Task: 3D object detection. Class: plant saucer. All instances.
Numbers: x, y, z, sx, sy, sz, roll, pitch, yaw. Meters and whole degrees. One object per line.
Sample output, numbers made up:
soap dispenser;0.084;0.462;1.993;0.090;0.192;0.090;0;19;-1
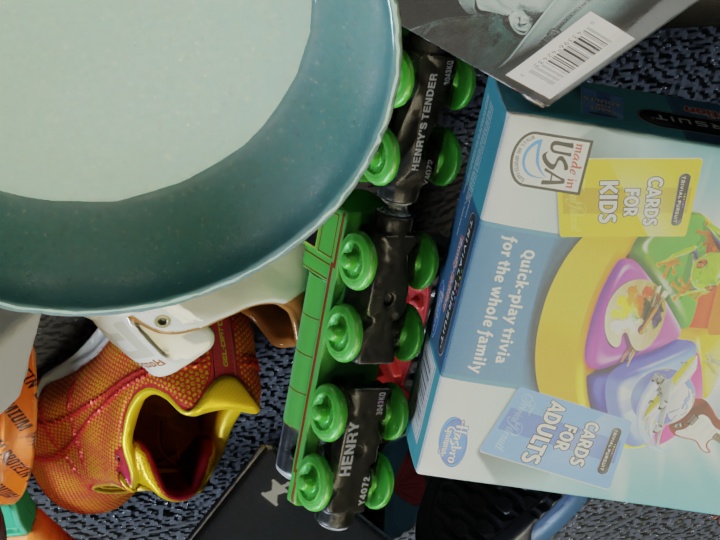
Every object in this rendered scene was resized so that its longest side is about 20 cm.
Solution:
plant saucer;-0.087;-0.074;0.920;0.199;0.036;0.200;-3;128;-3

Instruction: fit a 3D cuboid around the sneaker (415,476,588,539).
sneaker;0.103;0.060;1.256;0.200;0.066;0.078;-53;141;-12

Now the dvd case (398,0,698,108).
dvd case;0.051;-0.131;0.955;0.146;0.022;0.200;-35;140;28

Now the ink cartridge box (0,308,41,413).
ink cartridge box;-0.227;0.041;1.008;0.200;0.145;0.083;-45;170;-28

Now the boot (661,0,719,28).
boot;0.178;-0.062;1.045;0.165;0.200;0.066;-20;148;9

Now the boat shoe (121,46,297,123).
boat shoe;-0.121;-0.068;0.976;0.201;0.065;0.075;-5;141;-9

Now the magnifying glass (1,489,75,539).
magnifying glass;-0.163;0.101;1.299;0.079;0.022;0.200;-9;145;28

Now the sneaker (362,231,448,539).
sneaker;0.033;0.038;1.289;0.095;0.079;0.200;-25;155;-22

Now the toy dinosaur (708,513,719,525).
toy dinosaur;0.156;0.032;1.191;0.135;0.086;0.200;6;103;-45

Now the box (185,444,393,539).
box;-0.007;0.187;1.291;0.123;0.200;0.198;-51;178;-10

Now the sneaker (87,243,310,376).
sneaker;-0.095;-0.004;1.122;0.200;0.085;0.073;6;178;-30

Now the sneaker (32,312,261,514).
sneaker;-0.098;0.070;1.257;0.073;0.077;0.200;-1;157;-20

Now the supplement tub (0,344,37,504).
supplement tub;-0.230;0.047;1.128;0.200;0.123;0.123;-2;147;-20

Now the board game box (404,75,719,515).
board game box;0.130;0.015;1.113;0.200;0.047;0.151;8;115;-10

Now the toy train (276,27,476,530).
toy train;0.000;0.000;1.123;0.042;0.056;0.200;0;109;-35

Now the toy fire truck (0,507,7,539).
toy fire truck;-0.238;0.139;1.304;0.200;0.049;0.141;-5;142;17
